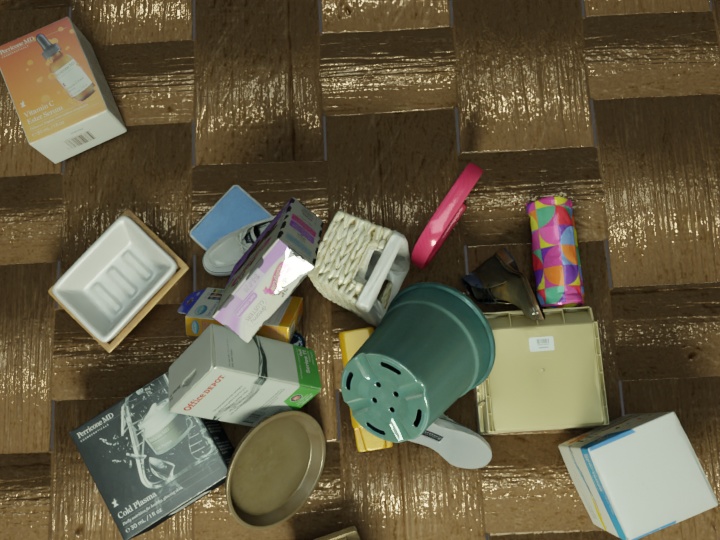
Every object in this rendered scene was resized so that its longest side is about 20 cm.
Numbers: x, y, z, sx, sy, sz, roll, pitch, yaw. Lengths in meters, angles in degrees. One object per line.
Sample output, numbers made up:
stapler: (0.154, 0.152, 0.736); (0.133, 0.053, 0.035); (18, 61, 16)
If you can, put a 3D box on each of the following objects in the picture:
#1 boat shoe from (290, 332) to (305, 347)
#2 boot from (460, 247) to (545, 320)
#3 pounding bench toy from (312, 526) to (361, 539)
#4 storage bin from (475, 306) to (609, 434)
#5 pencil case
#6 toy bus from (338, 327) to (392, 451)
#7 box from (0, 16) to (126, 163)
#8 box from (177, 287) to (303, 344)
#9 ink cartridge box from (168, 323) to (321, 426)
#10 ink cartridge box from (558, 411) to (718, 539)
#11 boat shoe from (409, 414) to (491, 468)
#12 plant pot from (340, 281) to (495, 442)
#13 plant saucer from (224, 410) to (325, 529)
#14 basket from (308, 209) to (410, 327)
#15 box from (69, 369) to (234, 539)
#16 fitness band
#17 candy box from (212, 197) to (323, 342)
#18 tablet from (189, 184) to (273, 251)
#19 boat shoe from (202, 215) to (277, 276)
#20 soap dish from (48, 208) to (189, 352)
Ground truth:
boat shoe: (-0.194, 0.147, 1.254); (0.198, 0.069, 0.085); (-13, 80, -1)
boot: (0.237, 0.042, 1.219); (0.096, 0.200, 0.075); (-27, 117, 6)
pounding bench toy: (-0.076, 0.517, 1.134); (0.199, 0.156, 0.125); (-19, 112, -2)
storage bin: (0.297, 0.170, 1.225); (0.198, 0.094, 0.200); (-3, 79, 1)
pencil case: (0.338, -0.030, 1.267); (0.088, 0.088, 0.202); (-3, 77, 1)
toy bus: (0.010, 0.203, 1.233); (0.065, 0.078, 0.202); (-9, 80, 0)
box: (-0.547, -0.327, 1.330); (0.151, 0.106, 0.201); (-25, 80, -3)
box: (-0.206, 0.076, 1.240); (0.198, 0.119, 0.042); (4, 113, 6)
ink cartridge box: (-0.186, 0.174, 1.159); (0.146, 0.199, 0.084); (-42, 45, 32)
ink cartridge box: (0.424, 0.316, 1.141); (0.146, 0.200, 0.146); (-22, 78, -2)
boat shoe: (0.133, 0.266, 1.221); (0.199, 0.070, 0.071); (25, 115, -15)
plant pot: (0.080, 0.149, 1.119); (0.199, 0.196, 0.202); (15, 120, 27)
plant saucer: (-0.139, 0.320, 1.181); (0.029, 0.200, 0.201); (18, 78, 44)
basket: (0.000, 0.000, 1.214); (0.123, 0.200, 0.136); (25, 81, 12)
box: (-0.331, 0.300, 1.205); (0.199, 0.124, 0.197); (-32, 79, -4)
fitness band: (0.147, -0.094, 1.250); (0.037, 0.144, 0.201); (32, 82, 8)
candy box: (-0.141, -0.007, 1.151); (0.071, 0.200, 0.168); (38, 108, -14)
tablet: (-0.198, -0.048, 1.318); (0.200, 0.014, 0.130); (42, 83, 7)
boat shoe: (-0.189, -0.054, 1.278); (0.199, 0.065, 0.074); (-28, 81, -4)
soap dish: (-0.419, 0.019, 1.277); (0.157, 0.081, 0.200); (42, 83, 8)
